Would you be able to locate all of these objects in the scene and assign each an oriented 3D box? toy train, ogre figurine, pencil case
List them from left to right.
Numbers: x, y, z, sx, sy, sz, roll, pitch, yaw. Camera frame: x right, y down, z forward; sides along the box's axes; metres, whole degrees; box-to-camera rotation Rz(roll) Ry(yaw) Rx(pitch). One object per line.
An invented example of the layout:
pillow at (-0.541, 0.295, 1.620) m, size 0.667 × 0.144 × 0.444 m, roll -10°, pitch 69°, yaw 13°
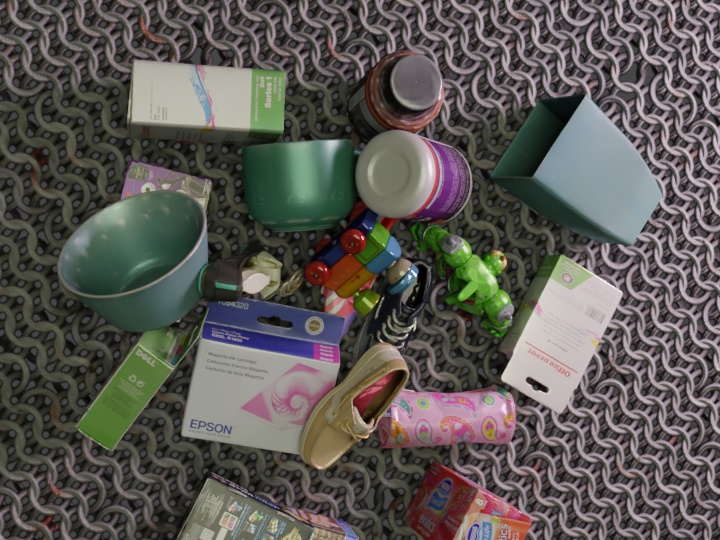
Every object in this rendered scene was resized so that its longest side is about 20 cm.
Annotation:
toy train at (-0.024, 0.018, 1.457) m, size 0.116 × 0.085 × 0.200 m, roll 44°, pitch 117°, yaw -11°
pencil case at (0.118, 0.207, 1.540) m, size 0.197 × 0.087 × 0.089 m, roll 1°, pitch 90°, yaw -11°
ogre figurine at (0.154, 0.013, 1.527) m, size 0.097 × 0.120 × 0.202 m, roll -21°, pitch 95°, yaw -11°

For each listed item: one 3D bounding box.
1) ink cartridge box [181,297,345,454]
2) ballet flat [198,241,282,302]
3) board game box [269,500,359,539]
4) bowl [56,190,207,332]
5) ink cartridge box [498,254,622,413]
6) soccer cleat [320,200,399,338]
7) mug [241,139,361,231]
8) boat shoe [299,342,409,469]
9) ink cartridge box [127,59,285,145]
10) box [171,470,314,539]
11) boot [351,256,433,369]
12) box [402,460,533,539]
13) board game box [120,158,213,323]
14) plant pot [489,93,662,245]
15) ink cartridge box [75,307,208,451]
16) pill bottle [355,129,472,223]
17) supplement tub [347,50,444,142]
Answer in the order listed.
ink cartridge box at (-0.132, 0.145, 1.480) m, size 0.194 × 0.043 × 0.203 m, roll 10°, pitch 107°, yaw -11°
ballet flat at (-0.145, 0.010, 1.425) m, size 0.067 × 0.200 × 0.069 m, roll 10°, pitch 105°, yaw 14°
board game box at (-0.124, 0.404, 1.482) m, size 0.198 × 0.097 × 0.162 m, roll 18°, pitch 87°, yaw -11°
bowl at (-0.274, 0.000, 1.390) m, size 0.199 × 0.201 × 0.106 m, roll -28°, pitch 131°, yaw -10°
ink cartridge box at (0.281, 0.092, 1.581) m, size 0.116 × 0.067 × 0.202 m, roll 30°, pitch 83°, yaw -11°
soccer cleat at (0.000, 0.000, 1.513) m, size 0.076 × 0.067 × 0.203 m, roll 12°, pitch 82°, yaw 25°
mug at (-0.066, -0.114, 1.463) m, size 0.182 × 0.152 × 0.116 m, roll -4°, pitch 94°, yaw -12°
boat shoe at (-0.008, 0.191, 1.465) m, size 0.073 × 0.069 × 0.201 m, roll 33°, pitch 95°, yaw -33°
ink cartridge box at (-0.205, -0.218, 1.436) m, size 0.197 × 0.145 × 0.085 m, roll 3°, pitch 89°, yaw -11°
box at (-0.173, 0.384, 1.398) m, size 0.158 × 0.046 × 0.202 m, roll 27°, pitch 85°, yaw -11°
boot at (0.044, 0.076, 1.519) m, size 0.072 × 0.090 × 0.203 m, roll 17°, pitch 87°, yaw -11°
box at (0.142, 0.341, 1.486) m, size 0.095 × 0.200 × 0.101 m, roll 30°, pitch 85°, yaw -12°
board game box at (-0.280, -0.040, 1.483) m, size 0.118 × 0.032 × 0.203 m, roll 13°, pitch 88°, yaw -8°
plant pot at (0.320, -0.130, 1.556) m, size 0.199 × 0.141 × 0.142 m, roll 37°, pitch 83°, yaw -17°
ink cartridge box at (-0.282, 0.126, 1.411) m, size 0.059 × 0.104 × 0.201 m, roll 36°, pitch 105°, yaw -10°
pill bottle at (0.081, -0.122, 1.468) m, size 0.111 × 0.199 × 0.114 m, roll -1°, pitch 88°, yaw 27°
supplement tub at (0.050, -0.233, 1.461) m, size 0.105 × 0.200 × 0.109 m, roll 1°, pitch 87°, yaw -13°
